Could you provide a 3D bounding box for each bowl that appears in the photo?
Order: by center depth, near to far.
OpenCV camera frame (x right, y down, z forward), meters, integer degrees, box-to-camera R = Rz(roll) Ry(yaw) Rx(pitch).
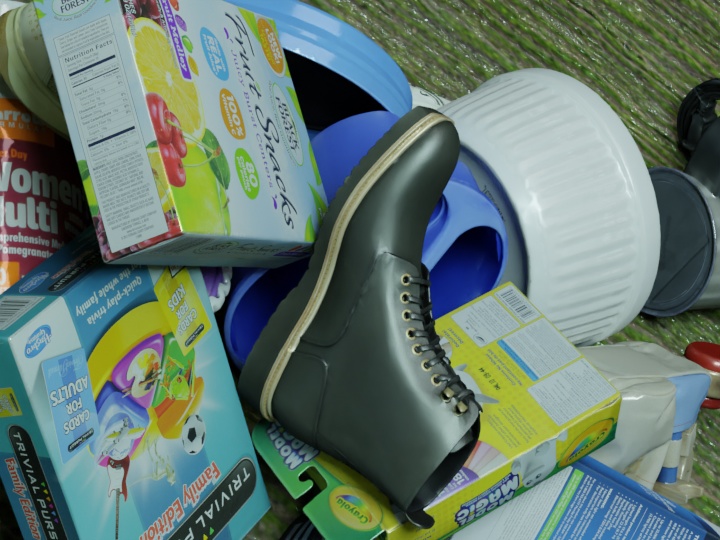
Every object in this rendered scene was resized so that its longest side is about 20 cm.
[{"bbox_3d":[-0.058,-0.121,1.084,0.199,0.200,0.040,25,70,-19],"label":"bowl"}]

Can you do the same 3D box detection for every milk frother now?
[{"bbox_3d":[0.285,-0.065,1.373,0.186,0.183,0.199,-1,15,-38],"label":"milk frother"}]

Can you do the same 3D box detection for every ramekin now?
[{"bbox_3d":[0.100,-0.032,1.142,0.104,0.200,0.201,-19,69,-34],"label":"ramekin"}]

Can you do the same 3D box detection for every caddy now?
[{"bbox_3d":[0.000,0.000,1.038,0.141,0.200,0.106,31,30,-34],"label":"caddy"}]

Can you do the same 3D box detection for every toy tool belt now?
[{"bbox_3d":[0.193,0.119,1.167,0.199,0.124,0.124,-3,22,-44],"label":"toy tool belt"}]

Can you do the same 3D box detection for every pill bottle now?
[{"bbox_3d":[-0.210,-0.045,0.942,0.108,0.109,0.203,8,67,-33],"label":"pill bottle"}]

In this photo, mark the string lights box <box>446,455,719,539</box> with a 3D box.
[{"bbox_3d":[0.148,0.180,1.063,0.199,0.104,0.059,29,4,-16],"label":"string lights box"}]

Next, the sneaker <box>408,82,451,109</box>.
[{"bbox_3d":[0.005,-0.137,1.234,0.198,0.076,0.089,13,53,-30],"label":"sneaker"}]

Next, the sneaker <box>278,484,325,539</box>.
[{"bbox_3d":[0.021,0.145,1.036,0.088,0.074,0.201,46,52,-12],"label":"sneaker"}]

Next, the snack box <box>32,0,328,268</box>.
[{"bbox_3d":[-0.087,-0.077,0.881,0.200,0.052,0.144,3,70,-69],"label":"snack box"}]

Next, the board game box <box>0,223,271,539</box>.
[{"bbox_3d":[-0.128,0.086,0.891,0.151,0.046,0.202,-45,127,-48],"label":"board game box"}]

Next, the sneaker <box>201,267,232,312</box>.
[{"bbox_3d":[-0.132,-0.040,1.032,0.089,0.080,0.202,51,25,-42],"label":"sneaker"}]

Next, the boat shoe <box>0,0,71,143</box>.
[{"bbox_3d":[-0.123,-0.088,0.941,0.201,0.063,0.074,46,33,-41],"label":"boat shoe"}]

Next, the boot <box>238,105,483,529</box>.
[{"bbox_3d":[0.035,0.026,0.913,0.138,0.202,0.077,36,17,26],"label":"boot"}]

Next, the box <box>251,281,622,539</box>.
[{"bbox_3d":[0.044,0.096,0.978,0.198,0.049,0.117,-25,50,-23],"label":"box"}]
